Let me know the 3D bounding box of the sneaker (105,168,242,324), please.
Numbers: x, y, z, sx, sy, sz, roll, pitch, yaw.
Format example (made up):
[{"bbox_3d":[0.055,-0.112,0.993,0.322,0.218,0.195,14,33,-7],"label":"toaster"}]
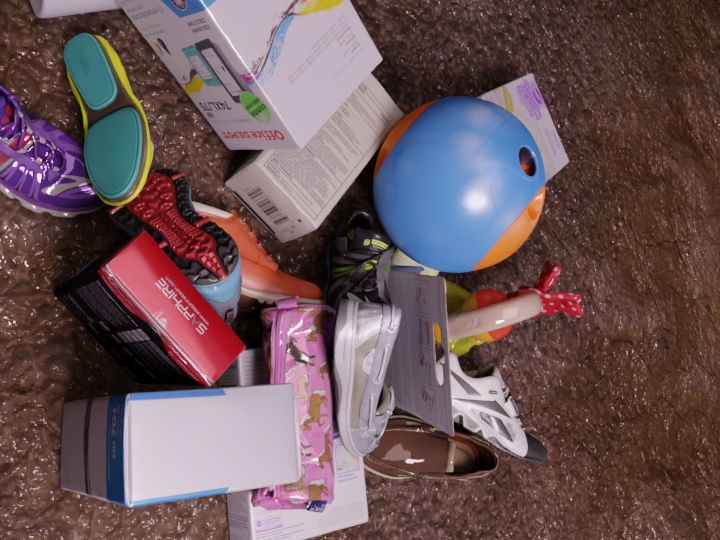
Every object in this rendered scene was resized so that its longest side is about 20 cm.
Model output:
[{"bbox_3d":[-0.173,-0.017,0.661,0.079,0.200,0.096,-24,137,-21],"label":"sneaker"}]

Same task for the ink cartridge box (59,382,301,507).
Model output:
[{"bbox_3d":[-0.164,0.149,0.623,0.145,0.199,0.087,3,79,-36],"label":"ink cartridge box"}]

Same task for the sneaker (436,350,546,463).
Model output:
[{"bbox_3d":[0.170,0.172,0.902,0.199,0.074,0.089,33,84,-16],"label":"sneaker"}]

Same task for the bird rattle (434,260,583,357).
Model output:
[{"bbox_3d":[0.171,0.057,0.884,0.163,0.198,0.114,-18,99,-64],"label":"bird rattle"}]

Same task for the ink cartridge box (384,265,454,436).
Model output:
[{"bbox_3d":[0.069,0.079,0.792,0.056,0.200,0.165,-6,94,-25],"label":"ink cartridge box"}]

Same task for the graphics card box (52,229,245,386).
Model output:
[{"bbox_3d":[-0.191,0.041,0.623,0.126,0.199,0.051,51,59,-16],"label":"graphics card box"}]

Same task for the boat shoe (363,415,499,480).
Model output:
[{"bbox_3d":[0.087,0.218,0.869,0.201,0.075,0.076,13,75,-33],"label":"boat shoe"}]

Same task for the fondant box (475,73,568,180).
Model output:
[{"bbox_3d":[0.213,-0.185,1.001,0.200,0.058,0.145,-35,102,-52],"label":"fondant box"}]

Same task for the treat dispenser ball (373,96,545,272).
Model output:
[{"bbox_3d":[0.113,-0.099,0.829,0.199,0.200,0.203,7,78,-34],"label":"treat dispenser ball"}]

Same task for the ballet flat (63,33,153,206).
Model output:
[{"bbox_3d":[-0.230,-0.139,0.680,0.201,0.066,0.067,66,6,24],"label":"ballet flat"}]

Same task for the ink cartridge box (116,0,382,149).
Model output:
[{"bbox_3d":[-0.108,-0.243,0.711,0.146,0.146,0.201,-52,126,-22],"label":"ink cartridge box"}]

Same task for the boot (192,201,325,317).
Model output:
[{"bbox_3d":[-0.119,-0.009,0.765,0.199,0.075,0.108,18,67,-31],"label":"boot"}]

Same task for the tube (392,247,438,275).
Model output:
[{"bbox_3d":[0.093,-0.043,0.938,0.201,0.058,0.052,-55,128,-29],"label":"tube"}]

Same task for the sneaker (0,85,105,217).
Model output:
[{"bbox_3d":[-0.311,-0.115,0.636,0.199,0.083,0.081,30,66,-31],"label":"sneaker"}]

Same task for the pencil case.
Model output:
[{"bbox_3d":[-0.064,0.130,0.701,0.082,0.086,0.202,6,77,-19],"label":"pencil case"}]

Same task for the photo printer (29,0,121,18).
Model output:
[{"bbox_3d":[-0.256,-0.352,0.725,0.199,0.069,0.168,-23,96,-36],"label":"photo printer"}]

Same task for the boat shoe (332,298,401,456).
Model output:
[{"bbox_3d":[0.010,0.113,0.713,0.075,0.064,0.204,-83,172,-54],"label":"boat shoe"}]

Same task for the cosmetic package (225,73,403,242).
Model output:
[{"bbox_3d":[-0.050,-0.142,0.825,0.103,0.087,0.201,47,60,-18],"label":"cosmetic package"}]

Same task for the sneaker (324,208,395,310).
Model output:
[{"bbox_3d":[0.000,0.000,0.788,0.070,0.083,0.201,11,35,-16],"label":"sneaker"}]

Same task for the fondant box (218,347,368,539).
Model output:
[{"bbox_3d":[-0.073,0.182,0.772,0.143,0.058,0.202,-1,83,-36],"label":"fondant box"}]
